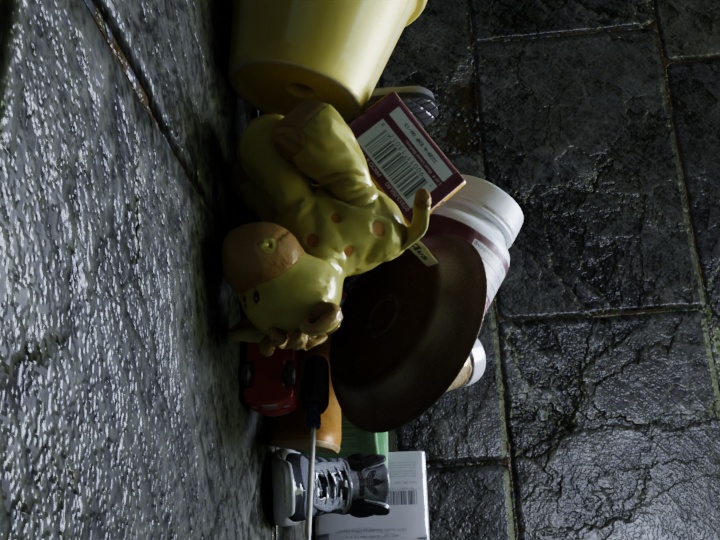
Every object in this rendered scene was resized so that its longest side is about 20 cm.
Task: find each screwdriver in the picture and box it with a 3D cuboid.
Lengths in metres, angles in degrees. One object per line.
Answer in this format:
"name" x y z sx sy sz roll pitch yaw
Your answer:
"screwdriver" -0.041 0.152 0.876 0.029 0.028 0.201 -56 -158 33

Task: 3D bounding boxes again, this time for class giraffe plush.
"giraffe plush" -0.051 -0.014 0.817 0.163 0.199 0.173 -53 178 -30

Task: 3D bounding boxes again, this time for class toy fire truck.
"toy fire truck" -0.077 0.051 0.958 0.141 0.048 0.202 81 8 -66

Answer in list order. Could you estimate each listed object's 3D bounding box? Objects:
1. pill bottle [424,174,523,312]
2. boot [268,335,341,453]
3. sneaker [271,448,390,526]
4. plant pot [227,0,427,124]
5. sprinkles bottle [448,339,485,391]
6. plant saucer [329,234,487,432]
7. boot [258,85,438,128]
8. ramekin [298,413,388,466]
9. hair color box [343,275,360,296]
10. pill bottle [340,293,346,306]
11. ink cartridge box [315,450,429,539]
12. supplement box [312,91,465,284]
"pill bottle" 0.087 0.007 1.034 0.201 0.113 0.114 -60 162 -19
"boot" -0.050 0.109 1.007 0.201 0.070 0.145 142 -44 -82
"sneaker" -0.027 0.221 1.020 0.200 0.113 0.076 63 23 -78
"plant pot" -0.038 -0.246 0.925 0.201 0.199 0.191 71 31 -72
"sprinkles bottle" 0.061 0.119 1.120 0.199 0.068 0.069 -13 101 -47
"plant saucer" 0.031 0.048 0.908 0.037 0.200 0.202 30 41 -30
"boot" -0.018 -0.201 1.026 0.070 0.198 0.133 61 28 -60
"ramekin" -0.023 0.160 1.217 0.200 0.097 0.202 -4 90 -85
"hair color box" 0.000 0.000 1.159 0.200 0.060 0.100 48 3 13
"pill bottle" -0.015 -0.052 1.364 0.120 0.118 0.202 -36 121 -84
"ink cartridge box" 0.016 0.341 1.258 0.085 0.145 0.202 82 7 -59
"supplement box" 0.005 -0.074 0.968 0.111 0.085 0.200 51 -23 0
